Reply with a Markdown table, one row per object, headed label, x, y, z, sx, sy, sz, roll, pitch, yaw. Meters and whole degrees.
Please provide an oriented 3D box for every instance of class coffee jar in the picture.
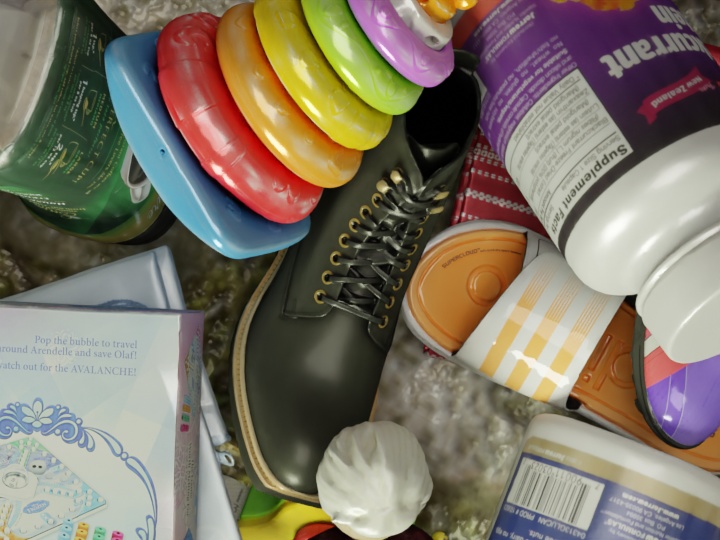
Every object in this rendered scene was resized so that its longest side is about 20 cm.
| label | x | y | z | sx | sy | sz | roll | pitch | yaw |
| --- | --- | --- | --- | --- | --- | --- | --- | --- | --- |
| coffee jar | -0.142 | -0.076 | 1.015 | 0.085 | 0.200 | 0.104 | 15 | 84 | 18 |

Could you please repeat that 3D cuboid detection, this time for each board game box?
| label | x | y | z | sx | sy | sz | roll | pitch | yaw |
| --- | --- | --- | --- | --- | --- | --- | --- | --- | --- |
| board game box | -0.177 | 0.114 | 1.035 | 0.200 | 0.043 | 0.199 | 3 | 93 | 13 |

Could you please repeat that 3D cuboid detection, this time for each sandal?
| label | x | y | z | sx | sy | sz | roll | pitch | yaw |
| --- | --- | --- | --- | --- | --- | --- | --- | --- | --- |
| sandal | 0.121 | 0.037 | 1.084 | 0.206 | 0.059 | 0.079 | 27 | 84 | -7 |

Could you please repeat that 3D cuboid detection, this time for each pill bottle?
| label | x | y | z | sx | sy | sz | roll | pitch | yaw |
| --- | --- | --- | --- | --- | --- | --- | --- | --- | --- |
| pill bottle | 0.101 | 0.181 | 1.065 | 0.111 | 0.111 | 0.200 | 22 | 84 | -4 |
| pill bottle | 0.128 | -0.060 | 1.025 | 0.111 | 0.111 | 0.200 | -28 | 66 | -7 |

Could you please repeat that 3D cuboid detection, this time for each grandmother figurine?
| label | x | y | z | sx | sy | sz | roll | pitch | yaw |
| --- | --- | --- | --- | --- | --- | --- | --- | --- | --- |
| grandmother figurine | -0.007 | 0.156 | 1.021 | 0.121 | 0.200 | 0.061 | -17 | 43 | -35 |

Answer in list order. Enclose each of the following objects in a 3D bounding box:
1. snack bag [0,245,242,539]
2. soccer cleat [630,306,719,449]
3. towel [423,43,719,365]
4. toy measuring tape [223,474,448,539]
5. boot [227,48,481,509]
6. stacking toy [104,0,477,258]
| label | x | y | z | sx | sy | sz | roll | pitch | yaw |
| --- | --- | --- | --- | --- | --- | --- | --- | --- | --- |
| snack bag | -0.149 | 0.109 | 1.062 | 0.188 | 0.021 | 0.200 | -19 | 87 | 12 |
| soccer cleat | 0.195 | -0.003 | 1.070 | 0.068 | 0.073 | 0.200 | 41 | 61 | -26 |
| towel | 0.121 | -0.036 | 1.127 | 0.144 | 0.022 | 0.200 | 14 | 86 | -7 |
| toy measuring tape | -0.042 | 0.106 | 1.072 | 0.200 | 0.074 | 0.074 | 25 | 84 | -4 |
| boot | 0.000 | 0.000 | 1.021 | 0.077 | 0.138 | 0.200 | 16 | 63 | -18 |
| stacking toy | -0.002 | -0.102 | 0.956 | 0.200 | 0.110 | 0.116 | -33 | 86 | 22 |
